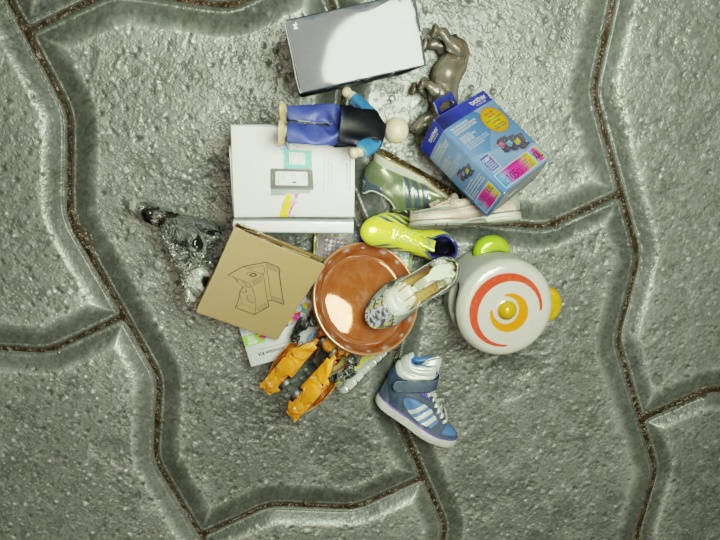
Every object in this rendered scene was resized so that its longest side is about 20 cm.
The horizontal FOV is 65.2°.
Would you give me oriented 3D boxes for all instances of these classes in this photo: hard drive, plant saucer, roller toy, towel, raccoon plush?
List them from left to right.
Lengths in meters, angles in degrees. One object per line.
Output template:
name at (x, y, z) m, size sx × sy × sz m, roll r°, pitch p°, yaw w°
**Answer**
raccoon plush at (-0.331, -0.033, 1.015) m, size 0.198 × 0.096 × 0.136 m, roll 28°, pitch 111°, yaw 19°
hard drive at (-0.115, -0.088, 0.982) m, size 0.196 × 0.132 × 0.027 m, roll 1°, pitch 104°, yaw -6°
towel at (0.000, 0.000, 1.051) m, size 0.197 × 0.023 × 0.146 m, roll 10°, pitch 86°, yaw -12°
plant saucer at (0.008, 0.051, 1.010) m, size 0.197 × 0.032 × 0.204 m, roll 4°, pitch 78°, yaw -17°
roller toy at (0.256, 0.058, 1.054) m, size 0.200 × 0.140 × 0.183 m, roll 42°, pitch 97°, yaw -14°

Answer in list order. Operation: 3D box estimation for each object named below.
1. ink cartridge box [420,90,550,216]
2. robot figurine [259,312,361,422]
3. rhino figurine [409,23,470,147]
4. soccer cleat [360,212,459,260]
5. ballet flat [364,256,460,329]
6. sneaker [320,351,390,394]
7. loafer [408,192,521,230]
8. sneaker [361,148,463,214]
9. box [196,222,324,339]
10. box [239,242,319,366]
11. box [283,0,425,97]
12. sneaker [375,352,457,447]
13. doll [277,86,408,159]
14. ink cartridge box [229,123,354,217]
ink cartridge box at (0.196, -0.209, 0.943) m, size 0.136 × 0.077 × 0.200 m, roll -35°, pitch 75°, yaw -28°
robot figurine at (-0.088, 0.171, 1.040) m, size 0.145 × 0.058 × 0.200 m, roll 43°, pitch 98°, yaw 5°
rhino figurine at (0.135, -0.315, 0.987) m, size 0.086 × 0.060 × 0.203 m, roll 8°, pitch 107°, yaw -20°
soccer cleat at (0.093, -0.058, 1.010) m, size 0.197 × 0.084 × 0.066 m, roll 9°, pitch 105°, yaw -30°
ballet flat at (0.094, 0.031, 0.981) m, size 0.199 × 0.072 × 0.073 m, roll -30°, pitch 107°, yaw -16°
sneaker at (0.001, 0.142, 1.085) m, size 0.090 × 0.078 × 0.200 m, roll 42°, pitch 95°, yaw -7°
loafer at (0.179, -0.108, 0.981) m, size 0.196 × 0.072 × 0.064 m, roll -4°, pitch 86°, yaw -1°
sneaker at (0.091, -0.138, 1.032) m, size 0.198 × 0.067 × 0.090 m, roll 27°, pitch 113°, yaw -15°
box at (-0.176, 0.026, 0.972) m, size 0.162 × 0.021 × 0.201 m, roll 22°, pitch 125°, yaw -20°
box at (-0.161, 0.066, 1.066) m, size 0.153 × 0.041 × 0.203 m, roll -14°, pitch 106°, yaw -2°
box at (-0.015, -0.351, 0.899) m, size 0.197 × 0.182 × 0.106 m, roll -13°, pitch 105°, yaw -1°
sneaker at (0.142, 0.249, 1.122) m, size 0.198 × 0.081 × 0.148 m, roll 32°, pitch 104°, yaw -7°
doll at (-0.024, -0.222, 0.849) m, size 0.196 × 0.049 × 0.138 m, roll 3°, pitch 61°, yaw -7°
ink cartridge box at (-0.113, -0.172, 0.953) m, size 0.196 × 0.147 × 0.149 m, roll -1°, pitch 104°, yaw -5°
